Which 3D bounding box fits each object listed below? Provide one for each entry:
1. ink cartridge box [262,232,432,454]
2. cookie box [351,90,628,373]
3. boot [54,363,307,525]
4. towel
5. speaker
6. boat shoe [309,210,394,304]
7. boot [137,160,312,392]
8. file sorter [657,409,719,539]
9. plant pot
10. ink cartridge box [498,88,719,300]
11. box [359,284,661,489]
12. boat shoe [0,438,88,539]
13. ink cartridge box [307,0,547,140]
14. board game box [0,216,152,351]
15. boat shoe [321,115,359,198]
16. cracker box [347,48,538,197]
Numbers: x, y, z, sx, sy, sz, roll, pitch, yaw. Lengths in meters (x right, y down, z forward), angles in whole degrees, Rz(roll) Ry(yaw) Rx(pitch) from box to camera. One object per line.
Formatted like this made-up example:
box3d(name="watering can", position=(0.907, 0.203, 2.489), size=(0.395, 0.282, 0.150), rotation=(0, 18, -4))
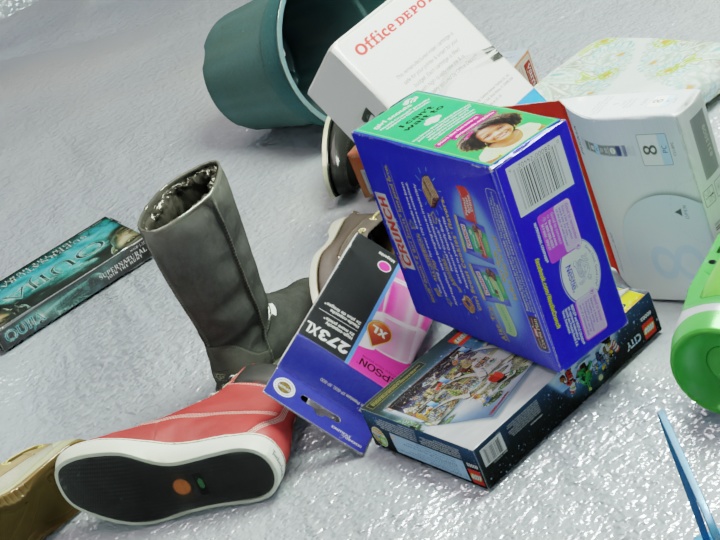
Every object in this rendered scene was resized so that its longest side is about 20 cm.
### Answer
box3d(name="ink cartridge box", position=(-0.001, 0.055, 1.240), size=(0.037, 0.094, 0.201), rotation=(-57, 2, 41))
box3d(name="cookie box", position=(0.093, -0.035, 1.143), size=(0.075, 0.173, 0.199), rotation=(-31, 26, -21))
box3d(name="boot", position=(-0.143, 0.133, 1.244), size=(0.197, 0.073, 0.145), rotation=(-8, 28, 15))
box3d(name="towel", position=(0.258, -0.177, 1.505), size=(0.171, 0.049, 0.199), rotation=(-37, 28, -23))
box3d(name="speaker", position=(0.285, 0.012, 1.072), size=(0.088, 0.089, 0.200), rotation=(-4, 32, 37))
box3d(name="boat shoe", position=(0.000, 0.000, 1.370), size=(0.059, 0.073, 0.200), rotation=(-19, 20, 16))
box3d(name="boot", position=(-0.102, -0.006, 1.314), size=(0.072, 0.202, 0.182), rotation=(-4, 32, 35))
box3d(name="file sorter", position=(0.279, 0.118, 0.829), size=(0.198, 0.124, 0.139), rotation=(-21, 26, 7))
box3d(name="plant pot", position=(-0.077, -0.254, 1.806), size=(0.195, 0.202, 0.200), rotation=(-6, 30, 49))
box3d(name="ink cartridge box", position=(0.195, -0.056, 1.194), size=(0.198, 0.162, 0.047), rotation=(1, 33, 43))
box3d(name="box", position=(0.114, 0.075, 1.156), size=(0.199, 0.038, 0.136), rotation=(-38, 28, -25))
box3d(name="boat shoe", position=(-0.302, 0.206, 1.248), size=(0.066, 0.075, 0.199), rotation=(0, 24, 47))
box3d(name="ink cartridge box", position=(0.071, -0.156, 1.442), size=(0.146, 0.200, 0.084), rotation=(-41, -6, -32))
box3d(name="board game box", position=(-0.340, 0.011, 1.700), size=(0.199, 0.028, 0.135), rotation=(-35, 26, -20))
box3d(name="boat shoe", position=(0.004, -0.152, 1.652), size=(0.062, 0.074, 0.202), rotation=(-1, 38, 19))
box3d(name="cracker box", position=(0.092, -0.156, 1.601), size=(0.133, 0.058, 0.200), rotation=(-4, 33, 36))
